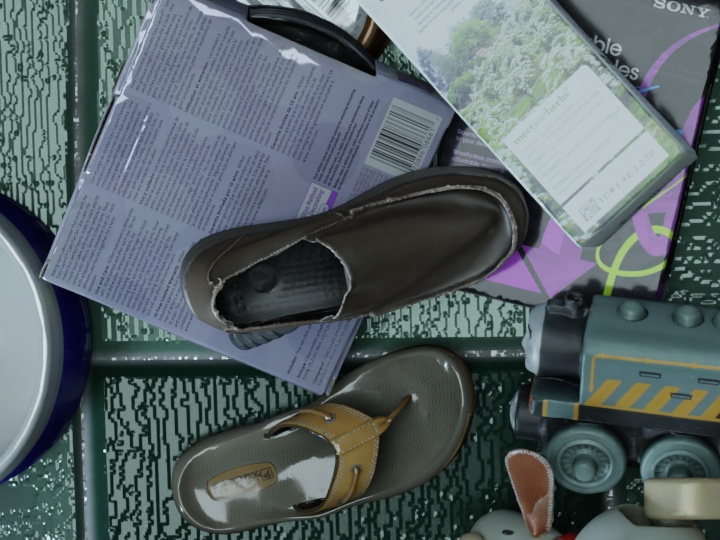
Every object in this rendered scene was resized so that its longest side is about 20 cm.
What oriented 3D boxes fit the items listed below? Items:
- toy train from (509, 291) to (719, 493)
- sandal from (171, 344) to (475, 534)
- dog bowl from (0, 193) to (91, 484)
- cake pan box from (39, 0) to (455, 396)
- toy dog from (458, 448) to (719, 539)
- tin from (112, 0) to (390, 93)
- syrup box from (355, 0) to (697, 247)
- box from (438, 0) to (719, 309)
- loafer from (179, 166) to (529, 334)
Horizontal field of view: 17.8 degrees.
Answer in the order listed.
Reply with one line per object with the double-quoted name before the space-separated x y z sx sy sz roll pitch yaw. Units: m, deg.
"toy train" 0.183 0.067 1.276 0.200 0.085 0.114 7 122 11
"sandal" -0.026 0.105 1.356 0.200 0.055 0.082 -18 89 14
"dog bowl" -0.267 0.043 1.397 0.200 0.079 0.201 1 93 14
"cake pan box" -0.065 -0.052 1.324 0.184 0.052 0.200 21 105 -9
"toy dog" 0.113 0.158 1.239 0.200 0.096 0.132 -34 56 45
"tin" -0.065 -0.128 1.362 0.112 0.042 0.200 44 102 12
"syrup box" 0.088 -0.111 1.268 0.079 0.081 0.200 -43 82 11
"box" 0.121 -0.075 1.322 0.143 0.036 0.200 13 95 12
"loafer" 0.000 0.000 1.277 0.200 0.071 0.073 -17 110 0
